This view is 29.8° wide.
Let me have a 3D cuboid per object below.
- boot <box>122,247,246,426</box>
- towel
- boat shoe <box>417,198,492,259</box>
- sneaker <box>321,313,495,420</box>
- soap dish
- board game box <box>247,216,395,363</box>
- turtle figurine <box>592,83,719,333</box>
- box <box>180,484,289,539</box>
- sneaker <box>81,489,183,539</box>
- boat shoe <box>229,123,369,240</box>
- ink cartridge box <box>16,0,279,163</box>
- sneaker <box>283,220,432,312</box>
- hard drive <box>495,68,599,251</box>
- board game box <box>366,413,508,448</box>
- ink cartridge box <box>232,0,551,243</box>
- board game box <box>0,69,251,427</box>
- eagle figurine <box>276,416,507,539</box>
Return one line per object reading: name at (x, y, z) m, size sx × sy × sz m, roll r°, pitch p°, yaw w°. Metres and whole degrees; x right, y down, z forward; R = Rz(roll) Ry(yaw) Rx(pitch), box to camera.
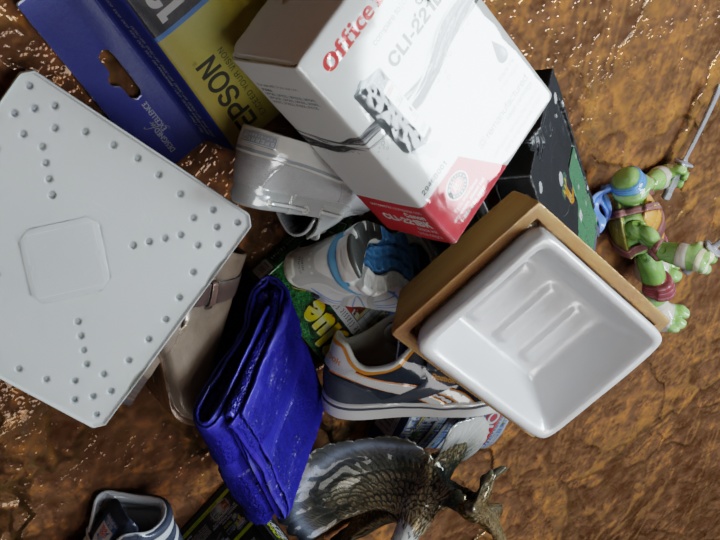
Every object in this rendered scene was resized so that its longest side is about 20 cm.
boot at (-0.134, 0.046, 1.099) m, size 0.200 × 0.070 × 0.147 m, roll 20°, pitch 99°, yaw -55°
towel at (-0.074, 0.117, 1.150) m, size 0.200 × 0.049 × 0.148 m, roll 76°, pitch 34°, yaw -55°
boat shoe at (0.081, -0.038, 1.119) m, size 0.067 × 0.057 × 0.200 m, roll -31°, pitch 135°, yaw 11°
sneaker at (0.065, 0.085, 1.219) m, size 0.199 × 0.079 × 0.080 m, roll -4°, pitch 117°, yaw -14°
soap dish at (0.139, 0.037, 1.116) m, size 0.157 × 0.081 × 0.200 m, roll -42°, pitch 128°, yaw 14°
board game box at (-0.014, 0.026, 1.213) m, size 0.105 × 0.023 × 0.200 m, roll -41°, pitch 138°, yaw -4°
turtle figurine at (0.325, -0.039, 1.355) m, size 0.199 × 0.144 × 0.194 m, roll -31°, pitch 140°, yaw -12°
box at (-0.138, 0.316, 1.233) m, size 0.200 × 0.160 × 0.044 m, roll -47°, pitch 137°, yaw 0°
sneaker at (-0.243, 0.264, 1.173) m, size 0.199 × 0.070 × 0.109 m, roll -25°, pitch 135°, yaw -26°
boat shoe at (-0.041, -0.059, 1.048) m, size 0.069 × 0.072 × 0.200 m, roll -70°, pitch 162°, yaw 1°
ink cartridge box at (-0.107, -0.180, 0.958) m, size 0.200 × 0.047 × 0.198 m, roll -44°, pitch 140°, yaw -7°
sneaker at (0.000, 0.000, 1.147) m, size 0.200 × 0.086 × 0.075 m, roll 22°, pitch 62°, yaw -63°
hard drive at (0.168, -0.058, 1.197) m, size 0.200 × 0.038 × 0.140 m, roll 63°, pitch 33°, yaw -42°
board game box at (0.132, 0.103, 1.365) m, size 0.199 × 0.062 × 0.201 m, roll 8°, pitch 116°, yaw -42°
ink cartridge box at (0.027, -0.139, 0.966) m, size 0.200 × 0.084 × 0.145 m, roll 45°, pitch 73°, yaw -36°
board game box at (-0.212, -0.012, 0.966) m, size 0.200 × 0.026 × 0.200 m, roll 34°, pitch 98°, yaw -27°
eagle figurine at (0.035, 0.224, 1.316) m, size 0.151 × 0.199 × 0.153 m, roll -37°, pitch 125°, yaw -56°
